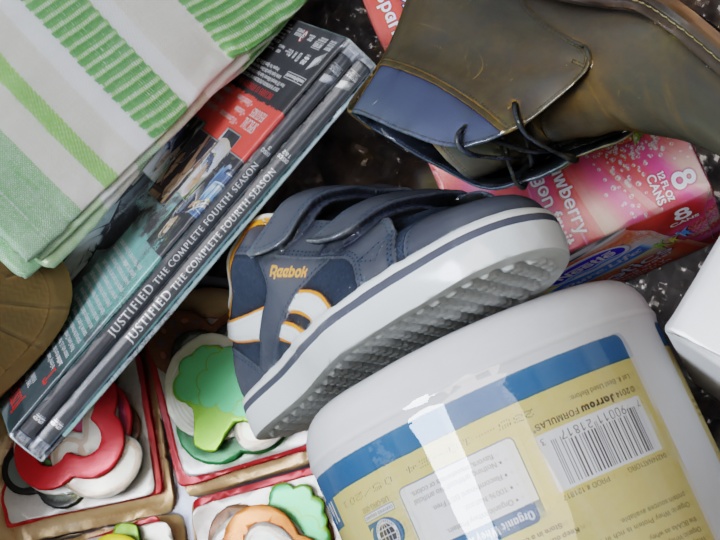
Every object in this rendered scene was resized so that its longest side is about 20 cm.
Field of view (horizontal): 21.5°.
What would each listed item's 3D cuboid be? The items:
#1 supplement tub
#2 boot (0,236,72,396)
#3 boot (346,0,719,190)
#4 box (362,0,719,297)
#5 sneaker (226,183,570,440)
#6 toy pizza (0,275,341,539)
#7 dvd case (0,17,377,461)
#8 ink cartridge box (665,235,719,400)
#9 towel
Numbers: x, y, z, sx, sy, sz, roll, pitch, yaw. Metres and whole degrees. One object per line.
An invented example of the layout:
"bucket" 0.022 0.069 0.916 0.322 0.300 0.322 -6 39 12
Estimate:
"supplement tub" 0.079 0.120 0.707 0.144 0.145 0.201 -25 79 8
"boot" -0.219 0.052 0.786 0.200 0.155 0.073 -45 111 -14
"boot" 0.078 -0.053 0.666 0.097 0.075 0.200 -53 46 4
"box" 0.065 -0.091 0.780 0.099 0.095 0.201 -23 75 8
"sneaker" 0.000 0.000 0.714 0.078 0.200 0.080 -9 74 -33
"toy pizza" -0.080 0.099 0.814 0.199 0.032 0.201 -3 79 14
"dvd case" -0.082 -0.023 0.787 0.022 0.146 0.200 42 88 -20
"ink cartridge box" 0.201 -0.030 0.707 0.083 0.147 0.200 31 88 18
"towel" -0.114 -0.116 0.754 0.153 0.023 0.200 48 65 -12
